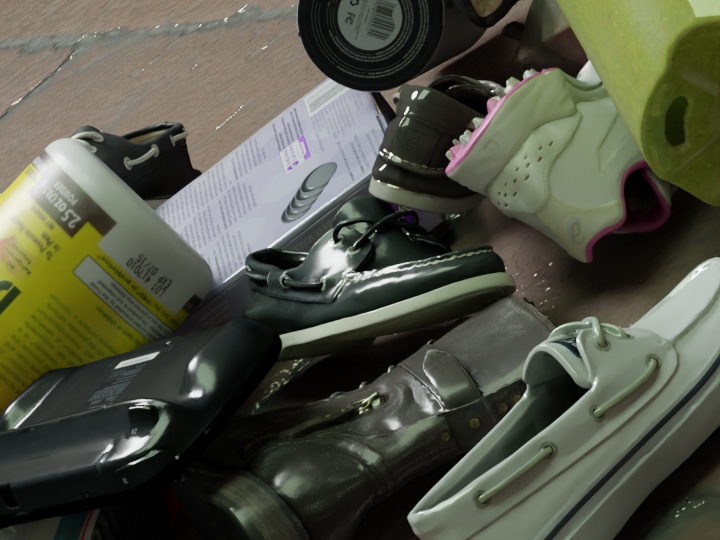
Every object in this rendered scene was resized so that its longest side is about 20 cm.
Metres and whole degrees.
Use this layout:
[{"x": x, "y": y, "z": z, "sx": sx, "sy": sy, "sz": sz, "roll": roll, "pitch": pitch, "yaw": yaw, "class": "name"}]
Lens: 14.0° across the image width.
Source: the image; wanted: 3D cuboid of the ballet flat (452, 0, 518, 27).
[{"x": 0.069, "y": -0.168, "z": 1.530, "sx": 0.057, "sy": 0.067, "sz": 0.200, "roll": -33, "pitch": 3, "yaw": 14, "class": "ballet flat"}]

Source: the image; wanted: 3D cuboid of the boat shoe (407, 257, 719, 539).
[{"x": 0.095, "y": 0.050, "z": 1.137, "sx": 0.200, "sy": 0.067, "sz": 0.073, "roll": -50, "pitch": 15, "yaw": -33, "class": "boat shoe"}]

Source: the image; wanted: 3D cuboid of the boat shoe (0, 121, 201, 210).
[{"x": -0.151, "y": -0.053, "z": 1.672, "sx": 0.074, "sy": 0.061, "sz": 0.200, "roll": -6, "pitch": 3, "yaw": 29, "class": "boat shoe"}]

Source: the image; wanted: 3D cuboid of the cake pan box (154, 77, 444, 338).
[{"x": -0.052, "y": -0.020, "z": 1.563, "sx": 0.184, "sy": 0.052, "sz": 0.200, "roll": -36, "pitch": 20, "yaw": 4, "class": "cake pan box"}]

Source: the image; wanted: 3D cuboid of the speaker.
[{"x": 0.023, "y": -0.148, "z": 1.614, "sx": 0.081, "sy": 0.081, "sz": 0.200, "roll": -30, "pitch": 2, "yaw": 13, "class": "speaker"}]

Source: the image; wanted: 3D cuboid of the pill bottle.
[{"x": -0.174, "y": 0.040, "z": 1.441, "sx": 0.200, "sy": 0.109, "sz": 0.109, "roll": -47, "pitch": 20, "yaw": -1, "class": "pill bottle"}]

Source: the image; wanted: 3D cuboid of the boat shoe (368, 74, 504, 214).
[{"x": 0.053, "y": -0.070, "z": 1.429, "sx": 0.200, "sy": 0.067, "sz": 0.057, "roll": -37, "pitch": -37, "yaw": -73, "class": "boat shoe"}]

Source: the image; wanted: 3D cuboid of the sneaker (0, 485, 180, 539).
[{"x": -0.127, "y": 0.107, "z": 1.376, "sx": 0.093, "sy": 0.071, "sz": 0.200, "roll": -20, "pitch": 27, "yaw": 23, "class": "sneaker"}]

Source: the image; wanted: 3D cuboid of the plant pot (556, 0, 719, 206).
[{"x": 0.161, "y": -0.136, "z": 1.274, "sx": 0.200, "sy": 0.200, "sz": 0.185, "roll": -29, "pitch": 48, "yaw": 17, "class": "plant pot"}]

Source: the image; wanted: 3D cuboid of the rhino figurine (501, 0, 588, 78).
[{"x": 0.120, "y": -0.131, "z": 1.506, "sx": 0.087, "sy": 0.060, "sz": 0.200, "roll": -33, "pitch": 0, "yaw": -10, "class": "rhino figurine"}]

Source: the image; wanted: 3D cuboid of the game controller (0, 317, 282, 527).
[{"x": -0.113, "y": 0.070, "z": 1.301, "sx": 0.104, "sy": 0.042, "sz": 0.200, "roll": -40, "pitch": 15, "yaw": -35, "class": "game controller"}]

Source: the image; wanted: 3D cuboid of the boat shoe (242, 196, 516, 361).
[{"x": 0.002, "y": 0.000, "z": 1.369, "sx": 0.074, "sy": 0.066, "sz": 0.199, "roll": -7, "pitch": -6, "yaw": -27, "class": "boat shoe"}]

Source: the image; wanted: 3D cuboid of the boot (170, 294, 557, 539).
[{"x": 0.006, "y": 0.067, "z": 1.284, "sx": 0.174, "sy": 0.069, "sz": 0.200, "roll": -33, "pitch": 20, "yaw": -12, "class": "boot"}]

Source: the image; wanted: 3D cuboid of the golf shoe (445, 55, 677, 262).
[{"x": 0.119, "y": -0.056, "z": 1.366, "sx": 0.200, "sy": 0.092, "sz": 0.075, "roll": -28, "pitch": -22, "yaw": -52, "class": "golf shoe"}]
